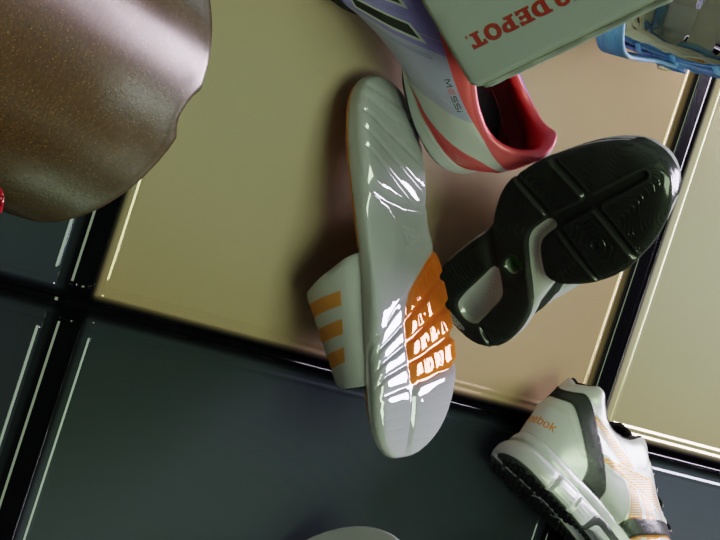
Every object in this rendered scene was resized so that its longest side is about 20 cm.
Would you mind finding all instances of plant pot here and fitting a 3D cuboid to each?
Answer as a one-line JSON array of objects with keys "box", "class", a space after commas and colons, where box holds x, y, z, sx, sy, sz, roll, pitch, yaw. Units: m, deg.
[{"box": [-0.182, -0.126, 1.129, 0.198, 0.200, 0.201, 31, 83, -50], "class": "plant pot"}]

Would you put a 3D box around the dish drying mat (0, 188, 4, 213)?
[{"box": [-0.256, -0.039, 1.083, 0.077, 0.199, 0.018, 52, 39, -71], "class": "dish drying mat"}]

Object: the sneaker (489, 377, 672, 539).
[{"box": [0.161, 0.144, 1.564, 0.080, 0.074, 0.200, -53, 130, -16], "class": "sneaker"}]

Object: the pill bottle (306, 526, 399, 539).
[{"box": [0.018, 0.248, 1.450, 0.116, 0.116, 0.201, -41, 125, -23], "class": "pill bottle"}]

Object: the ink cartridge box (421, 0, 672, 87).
[{"box": [0.076, -0.213, 1.283, 0.201, 0.146, 0.083, 59, 39, -11], "class": "ink cartridge box"}]

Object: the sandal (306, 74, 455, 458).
[{"box": [0.005, -0.001, 1.405, 0.079, 0.059, 0.208, 1, 82, -56], "class": "sandal"}]

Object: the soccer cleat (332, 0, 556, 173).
[{"box": [0.039, -0.136, 1.363, 0.068, 0.073, 0.200, -46, 120, -29], "class": "soccer cleat"}]

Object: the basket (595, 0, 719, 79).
[{"box": [0.193, -0.195, 1.426, 0.200, 0.139, 0.177, 9, 99, -60], "class": "basket"}]

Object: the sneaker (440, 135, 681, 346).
[{"box": [0.128, -0.039, 1.426, 0.076, 0.200, 0.115, 51, 52, 0], "class": "sneaker"}]
